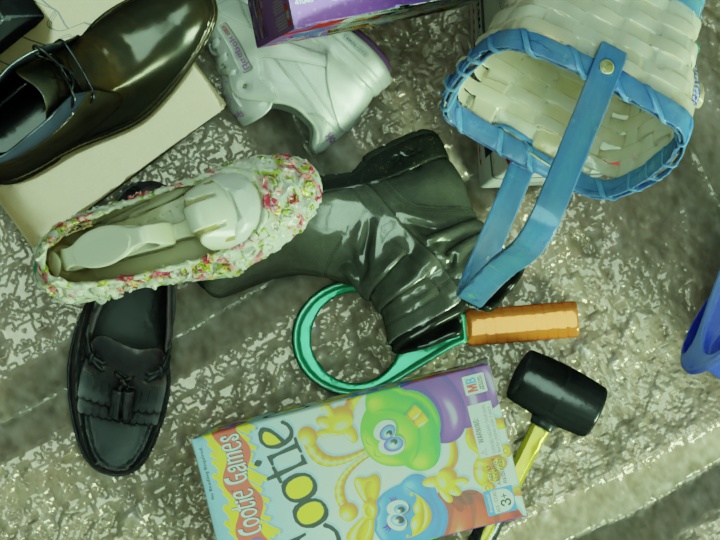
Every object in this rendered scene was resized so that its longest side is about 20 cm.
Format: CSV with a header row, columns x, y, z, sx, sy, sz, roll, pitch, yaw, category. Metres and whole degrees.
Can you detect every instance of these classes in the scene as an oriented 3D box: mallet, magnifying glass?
x,y,z,sx,sy,sz,roll,pitch,yaw,category
0.091,0.148,1.620,0.066,0.041,0.201,35,88,-3,mallet
0.052,0.042,1.627,0.198,0.022,0.080,-5,87,-8,magnifying glass

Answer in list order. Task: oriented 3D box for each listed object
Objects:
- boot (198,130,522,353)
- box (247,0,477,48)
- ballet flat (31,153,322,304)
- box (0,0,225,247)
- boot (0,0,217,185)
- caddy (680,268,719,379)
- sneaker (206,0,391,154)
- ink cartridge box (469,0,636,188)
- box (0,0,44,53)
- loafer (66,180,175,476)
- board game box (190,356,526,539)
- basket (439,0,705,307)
x,y,z,sx,sy,sz,roll,pitch,yaw,category
0.000,0.000,1.576,0.199,0.068,0.131,-26,72,-9,boot
0.008,-0.175,1.474,0.136,0.200,0.039,-12,94,-9,box
-0.120,-0.023,1.521,0.199,0.064,0.076,-21,84,5,ballet flat
-0.213,-0.143,1.596,0.163,0.021,0.200,-36,91,0,box
-0.178,-0.121,1.535,0.200,0.097,0.075,-37,91,3,boot
0.298,0.003,1.598,0.105,0.141,0.200,39,82,-6,caddy
-0.079,-0.159,1.595,0.200,0.075,0.100,36,87,-2,sneaker
0.125,-0.135,1.557,0.083,0.200,0.145,-3,87,-3,ink cartridge box
-0.347,-0.180,1.522,0.200,0.123,0.199,-36,91,9,box
-0.156,0.037,1.580,0.071,0.063,0.202,8,86,-6,loafer
0.001,0.133,1.557,0.199,0.103,0.106,-15,89,3,board game box
0.116,-0.084,1.366,0.139,0.176,0.201,29,75,-5,basket
